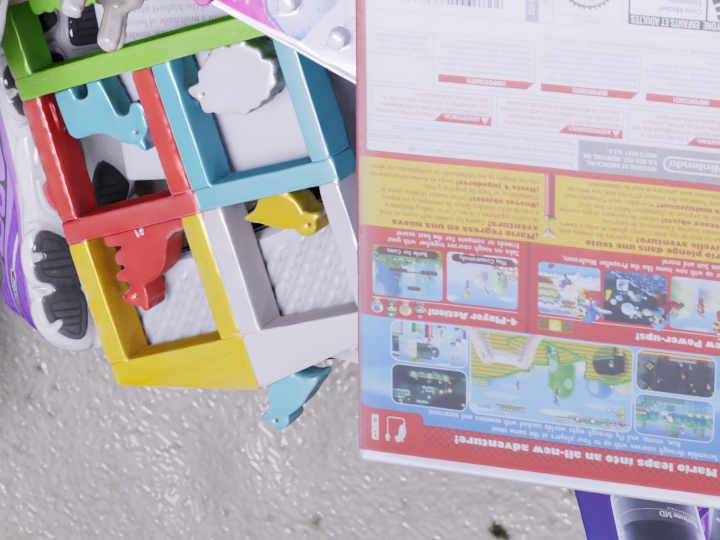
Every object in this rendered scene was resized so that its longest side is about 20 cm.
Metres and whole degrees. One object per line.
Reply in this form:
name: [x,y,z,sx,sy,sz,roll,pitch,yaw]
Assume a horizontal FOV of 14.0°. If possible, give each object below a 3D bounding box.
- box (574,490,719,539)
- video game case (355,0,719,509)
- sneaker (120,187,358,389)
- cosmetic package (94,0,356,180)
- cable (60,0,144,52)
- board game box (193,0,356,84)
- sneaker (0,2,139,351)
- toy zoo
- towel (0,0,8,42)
box: [0.186,0.100,1.122,0.199,0.079,0.142,-2,113,42]
video game case: [0.067,-0.019,0.999,0.142,0.017,0.201,7,114,16]
sneaker: [0.000,0.000,1.188,0.199,0.079,0.079,-5,105,30]
cosmetic package: [-0.052,-0.141,1.161,0.101,0.071,0.201,0,110,25]
cable: [-0.076,-0.178,1.078,0.050,0.097,0.201,17,87,6]
board game box: [0.042,-0.140,0.983,0.199,0.026,0.201,29,117,5]
sneaker: [-0.137,-0.067,1.231,0.083,0.080,0.201,16,109,52]
toy zoo: [-0.061,-0.032,1.151,0.131,0.020,0.201,-11,102,29]
towel: [-0.196,-0.134,1.161,0.152,0.201,0.023,3,146,15]
